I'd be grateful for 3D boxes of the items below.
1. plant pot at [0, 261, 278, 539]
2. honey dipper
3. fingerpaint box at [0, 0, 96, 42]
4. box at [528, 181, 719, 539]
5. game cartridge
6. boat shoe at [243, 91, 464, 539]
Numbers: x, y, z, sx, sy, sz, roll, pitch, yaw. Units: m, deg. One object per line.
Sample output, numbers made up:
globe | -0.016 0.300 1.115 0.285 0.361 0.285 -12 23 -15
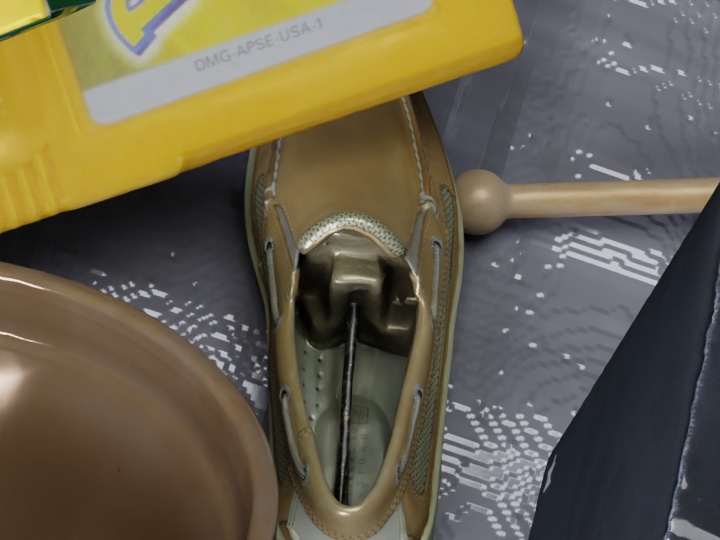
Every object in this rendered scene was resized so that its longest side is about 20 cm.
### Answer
plant pot | -0.127 0.088 0.790 0.200 0.093 0.201 6 36 -4
honey dipper | 0.126 -0.027 0.968 0.200 0.038 0.038 -1 62 -10
fingerpaint box | -0.189 -0.137 0.790 0.167 0.073 0.200 -21 95 8
box | 0.157 0.089 0.790 0.196 0.200 0.124 18 59 -2
game cartridge | -0.066 -0.118 0.864 0.200 0.032 0.177 -20 99 -14
boat shoe | 0.000 0.000 0.891 0.072 0.076 0.200 -5 61 -1
